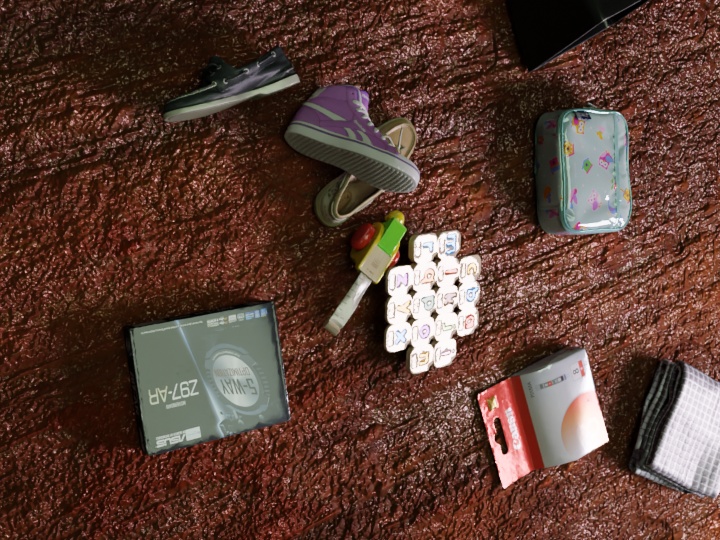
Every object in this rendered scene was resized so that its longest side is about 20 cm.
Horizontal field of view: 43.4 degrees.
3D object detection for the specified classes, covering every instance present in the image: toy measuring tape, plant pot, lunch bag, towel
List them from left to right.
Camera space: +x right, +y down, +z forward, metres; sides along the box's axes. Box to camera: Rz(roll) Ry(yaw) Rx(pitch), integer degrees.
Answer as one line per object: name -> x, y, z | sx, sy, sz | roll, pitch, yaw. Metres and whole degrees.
toy measuring tape -> 0.000, 0.000, 1.257 | 0.073, 0.073, 0.202 | 39, 74, -22
plant pot -> 0.328, -0.446, 1.354 | 0.198, 0.199, 0.180 | -32, 94, -22
lunch bag -> 0.357, -0.160, 1.430 | 0.157, 0.077, 0.205 | -2, 92, -27
towel -> 0.557, 0.274, 1.540 | 0.163, 0.085, 0.204 | 26, 80, -24

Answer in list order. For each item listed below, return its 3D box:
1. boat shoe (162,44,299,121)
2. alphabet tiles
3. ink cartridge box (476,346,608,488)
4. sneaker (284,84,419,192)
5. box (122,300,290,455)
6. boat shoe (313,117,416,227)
boat shoe -> -0.171, -0.245, 1.162 | 0.196, 0.074, 0.067 | -23, 99, -25
alphabet tiles -> 0.105, 0.044, 1.312 | 0.193, 0.014, 0.205 | -10, 105, -40
ink cartridge box -> 0.290, 0.231, 1.423 | 0.197, 0.050, 0.166 | -22, 101, -28
sneaker -> 0.007, -0.188, 1.211 | 0.198, 0.073, 0.115 | 27, 67, 14
box -> -0.197, 0.135, 1.174 | 0.196, 0.043, 0.164 | -9, 95, -27
boat shoe -> 0.019, -0.137, 1.267 | 0.073, 0.062, 0.201 | 46, 72, -19
